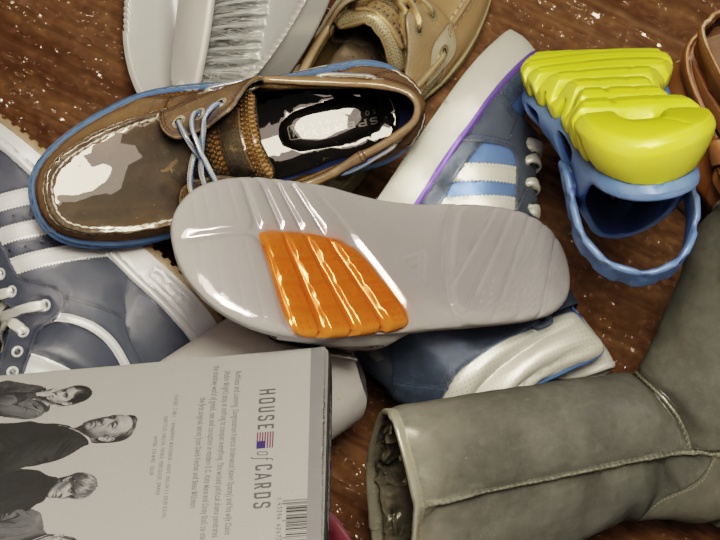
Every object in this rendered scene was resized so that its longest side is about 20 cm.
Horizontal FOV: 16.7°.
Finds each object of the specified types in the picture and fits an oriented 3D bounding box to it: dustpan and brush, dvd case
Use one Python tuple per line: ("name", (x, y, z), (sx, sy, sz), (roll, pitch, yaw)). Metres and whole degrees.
("dustpan and brush", (-0.085, -0.103, 1.266), (0.139, 0.057, 0.201), (20, 104, 42))
("dvd case", (-0.112, 0.092, 1.073), (0.198, 0.025, 0.151), (-5, 33, 3))

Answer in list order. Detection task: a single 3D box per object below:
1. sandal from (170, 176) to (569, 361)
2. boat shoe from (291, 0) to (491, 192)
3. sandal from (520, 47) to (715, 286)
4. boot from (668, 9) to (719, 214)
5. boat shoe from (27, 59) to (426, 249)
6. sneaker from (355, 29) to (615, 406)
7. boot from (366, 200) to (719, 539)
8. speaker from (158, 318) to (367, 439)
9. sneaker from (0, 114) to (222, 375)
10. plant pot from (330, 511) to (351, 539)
("sandal", (0.002, 0.008, 1.165), (0.205, 0.059, 0.080), (5, 63, -26))
("boat shoe", (0.015, -0.119, 1.285), (0.071, 0.065, 0.201), (28, 71, 7))
("sandal", (0.119, -0.054, 1.172), (0.079, 0.200, 0.088), (-3, 110, 0))
("boot", (0.223, -0.034, 1.217), (0.200, 0.155, 0.074), (40, 72, 11))
("boat shoe", (-0.064, -0.063, 1.187), (0.199, 0.072, 0.073), (-19, 93, -10))
("sneaker", (0.077, -0.008, 1.248), (0.146, 0.081, 0.201), (35, 67, -1))
("boot", (0.101, 0.060, 1.174), (0.199, 0.073, 0.183), (-3, 103, -15))
("speaker", (-0.094, 0.089, 1.169), (0.200, 0.081, 0.081), (-34, 74, -29))
("sneaker", (-0.175, 0.004, 1.227), (0.200, 0.070, 0.109), (39, 71, 8))
("plant pot", (-0.075, 0.223, 1.098), (0.178, 0.200, 0.201), (-17, 71, 7))
